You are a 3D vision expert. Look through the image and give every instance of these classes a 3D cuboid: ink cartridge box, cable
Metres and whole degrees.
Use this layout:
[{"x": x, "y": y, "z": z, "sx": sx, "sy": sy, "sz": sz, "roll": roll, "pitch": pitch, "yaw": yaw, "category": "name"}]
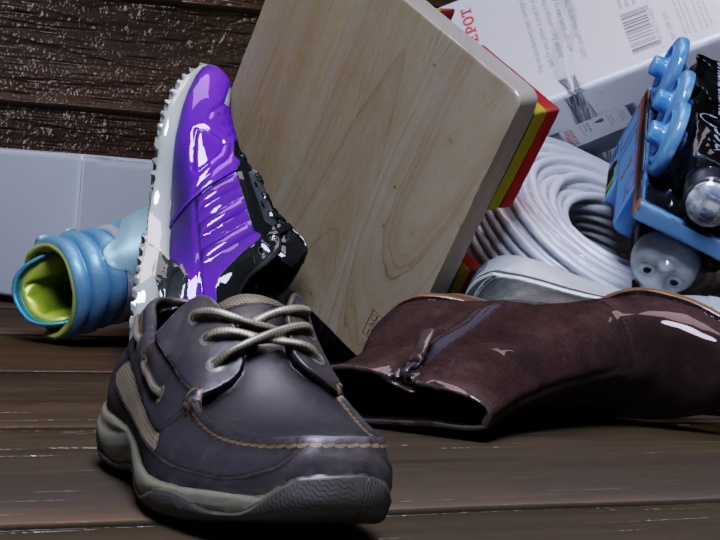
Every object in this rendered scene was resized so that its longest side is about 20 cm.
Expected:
[{"x": 0.156, "y": -0.144, "z": 1.271, "sx": 0.198, "sy": 0.085, "sz": 0.147, "roll": -18, "pitch": 43, "yaw": 9, "category": "ink cartridge box"}, {"x": 0.154, "y": -0.006, "z": 1.165, "sx": 0.198, "sy": 0.070, "sz": 0.201, "roll": 9, "pitch": 33, "yaw": -33, "category": "cable"}]

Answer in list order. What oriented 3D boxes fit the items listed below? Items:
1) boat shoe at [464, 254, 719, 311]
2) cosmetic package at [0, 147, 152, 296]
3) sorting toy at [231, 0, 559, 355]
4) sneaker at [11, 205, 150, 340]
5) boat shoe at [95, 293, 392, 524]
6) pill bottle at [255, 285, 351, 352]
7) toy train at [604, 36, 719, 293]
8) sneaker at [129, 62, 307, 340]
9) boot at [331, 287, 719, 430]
[{"x": 0.151, "y": 0.050, "z": 1.037, "sx": 0.198, "sy": 0.071, "sz": 0.064, "roll": 13, "pitch": 37, "yaw": 9, "category": "boat shoe"}, {"x": -0.241, "y": -0.039, "z": 1.547, "sx": 0.198, "sy": 0.125, "sz": 0.199, "roll": 6, "pitch": 2, "yaw": 36, "category": "cosmetic package"}, {"x": 0.012, "y": -0.076, "z": 1.103, "sx": 0.069, "sy": 0.201, "sz": 0.199, "roll": -10, "pitch": 44, "yaw": -46, "category": "sorting toy"}, {"x": -0.169, "y": 0.009, "z": 1.215, "sx": 0.129, "sy": 0.080, "sz": 0.200, "roll": -18, "pitch": -13, "yaw": -15, "category": "sneaker"}, {"x": -0.048, "y": 0.044, "z": 0.645, "sx": 0.074, "sy": 0.074, "sz": 0.199, "roll": 3, "pitch": 3, "yaw": -27, "category": "boat shoe"}, {"x": 0.000, "y": 0.000, "z": 1.237, "sx": 0.198, "sy": 0.114, "sz": 0.112, "roll": 4, "pitch": 3, "yaw": -9, "category": "pill bottle"}, {"x": 0.198, "y": -0.059, "z": 1.098, "sx": 0.086, "sy": 0.115, "sz": 0.200, "roll": 23, "pitch": 29, "yaw": -3, "category": "toy train"}, {"x": -0.079, "y": -0.028, "z": 1.095, "sx": 0.098, "sy": 0.202, "sz": 0.070, "roll": 7, "pitch": -27, "yaw": -1, "category": "sneaker"}, {"x": 0.092, "y": 0.057, "z": 0.923, "sx": 0.198, "sy": 0.073, "sz": 0.166, "roll": 7, "pitch": 16, "yaw": 21, "category": "boot"}]
